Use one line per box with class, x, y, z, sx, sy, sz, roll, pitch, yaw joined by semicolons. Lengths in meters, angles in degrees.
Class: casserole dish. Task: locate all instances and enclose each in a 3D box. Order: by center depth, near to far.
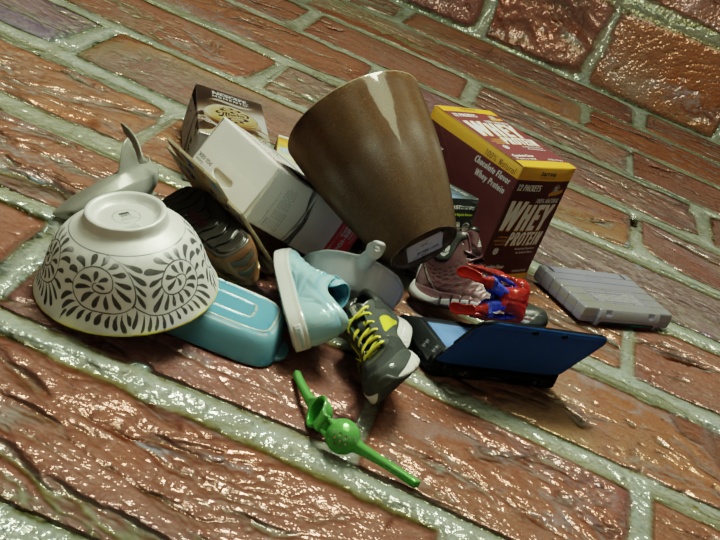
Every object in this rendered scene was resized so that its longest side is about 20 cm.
casserole dish;-0.168;0.043;1.376;0.199;0.039;0.121;22;22;-1

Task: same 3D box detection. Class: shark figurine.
shark figurine;-0.290;-0.130;1.535;0.127;0.090;0.215;1;25;12

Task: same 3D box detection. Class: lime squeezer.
lime squeezer;-0.023;0.156;1.265;0.070;0.038;0.200;-5;34;-48

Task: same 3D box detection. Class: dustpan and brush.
dustpan and brush;0.000;0.000;1.479;0.139;0.058;0.200;21;-8;-7

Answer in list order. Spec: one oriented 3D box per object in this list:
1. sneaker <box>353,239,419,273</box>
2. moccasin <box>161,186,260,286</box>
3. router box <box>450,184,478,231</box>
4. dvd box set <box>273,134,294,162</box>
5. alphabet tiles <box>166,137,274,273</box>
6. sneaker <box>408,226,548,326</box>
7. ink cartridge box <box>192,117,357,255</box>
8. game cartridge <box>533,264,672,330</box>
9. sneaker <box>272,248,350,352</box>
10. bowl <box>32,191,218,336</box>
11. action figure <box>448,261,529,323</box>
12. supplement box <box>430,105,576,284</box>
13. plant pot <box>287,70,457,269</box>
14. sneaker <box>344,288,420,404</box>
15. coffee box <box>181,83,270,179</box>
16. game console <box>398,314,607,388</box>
sneaker;0.052;-0.028;1.703;0.199;0.078;0.139;28;23;37
moccasin;-0.184;-0.043;1.497;0.074;0.078;0.201;-39;44;-21
router box;0.045;-0.108;1.708;0.149;0.063;0.200;1;23;-41
dvd box set;-0.068;-0.144;1.889;0.145;0.030;0.200;19;24;-9
alphabet tiles;-0.176;-0.081;1.527;0.200;0.006;0.167;41;-14;45
sneaker;0.162;0.004;1.606;0.199;0.117;0.076;15;3;26
ink cartridge box;-0.108;-0.100;1.602;0.147;0.083;0.200;43;8;38
game cartridge;0.379;0.044;1.897;0.199;0.039;0.130;6;32;-35
sneaker;-0.053;0.030;1.431;0.081;0.074;0.200;-13;32;-4
bowl;-0.251;-0.024;1.302;0.199;0.095;0.201;3;31;-2
action figure;0.142;0.026;1.482;0.098;0.066;0.200;15;1;30
supplement box;0.179;-0.114;1.835;0.132;0.201;0.197;-2;33;-45
plant pot;0.035;-0.109;1.508;0.186;0.187;0.201;-4;59;-48
sneaker;0.012;0.084;1.386;0.085;0.074;0.200;47;9;-13
coffee box;-0.202;-0.194;1.809;0.112;0.080;0.200;15;24;-17
game console;0.173;0.075;1.522;0.199;0.119;0.171;9;26;-30
